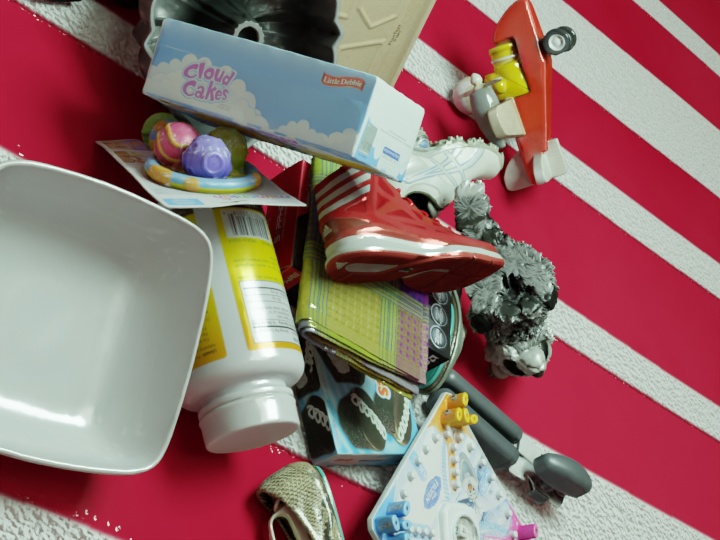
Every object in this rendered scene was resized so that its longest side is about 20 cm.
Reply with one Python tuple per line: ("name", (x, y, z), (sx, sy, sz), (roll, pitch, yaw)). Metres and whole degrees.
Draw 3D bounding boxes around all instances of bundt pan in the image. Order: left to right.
("bundt pan", (-0.119, -0.216, 1.208), (0.201, 0.076, 0.203), (-13, 115, -30))

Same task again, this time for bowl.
("bowl", (-0.218, 0.036, 0.951), (0.199, 0.074, 0.201), (22, 76, -38))

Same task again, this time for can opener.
("can opener", (0.154, 0.166, 1.334), (0.200, 0.067, 0.054), (42, 40, -24))

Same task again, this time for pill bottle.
("pill bottle", (-0.110, 0.041, 1.081), (0.109, 0.109, 0.201), (5, 62, -47))

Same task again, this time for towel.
("towel", (0.003, 0.002, 1.166), (0.143, 0.023, 0.201), (29, 46, -31))

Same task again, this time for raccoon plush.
("raccoon plush", (0.155, 0.017, 1.388), (0.134, 0.096, 0.201), (74, 10, -60))

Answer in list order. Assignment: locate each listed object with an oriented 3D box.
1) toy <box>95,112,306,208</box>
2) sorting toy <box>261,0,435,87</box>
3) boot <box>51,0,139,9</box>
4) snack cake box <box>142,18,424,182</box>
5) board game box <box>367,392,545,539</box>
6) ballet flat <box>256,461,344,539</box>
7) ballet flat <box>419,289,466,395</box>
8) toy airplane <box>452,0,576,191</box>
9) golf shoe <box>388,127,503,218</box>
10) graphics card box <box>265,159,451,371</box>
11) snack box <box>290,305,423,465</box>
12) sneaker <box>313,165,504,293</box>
("toy", (-0.133, -0.097, 1.075), (0.114, 0.200, 0.048), (-3, 108, -26))
("sorting toy", (-0.021, -0.251, 1.341), (0.199, 0.186, 0.036), (3, 32, -46))
("boot", (-0.250, -0.331, 1.206), (0.199, 0.069, 0.175), (-10, 72, -52))
("snack cake box", (-0.062, -0.137, 1.084), (0.115, 0.199, 0.068), (15, 94, -67))
("board game box", (0.097, 0.244, 1.219), (0.201, 0.026, 0.200), (61, 35, -17))
("ballet flat", (-0.030, 0.255, 1.079), (0.075, 0.068, 0.201), (-20, 75, -30))
("ballet flat", (0.082, 0.040, 1.339), (0.064, 0.067, 0.201), (32, 44, -41))
("toy airplane", (0.178, -0.192, 1.569), (0.200, 0.140, 0.200), (70, 28, -56))
("golf shoe", (0.080, -0.099, 1.441), (0.199, 0.078, 0.098), (2, 82, -42))
("graphics card box", (0.000, 0.000, 1.222), (0.200, 0.051, 0.126), (33, 44, -31))
("snack box", (-0.014, 0.079, 1.224), (0.116, 0.037, 0.201), (8, 60, -46))
("sneaker", (0.043, -0.049, 1.165), (0.199, 0.078, 0.116), (8, 61, -46))
